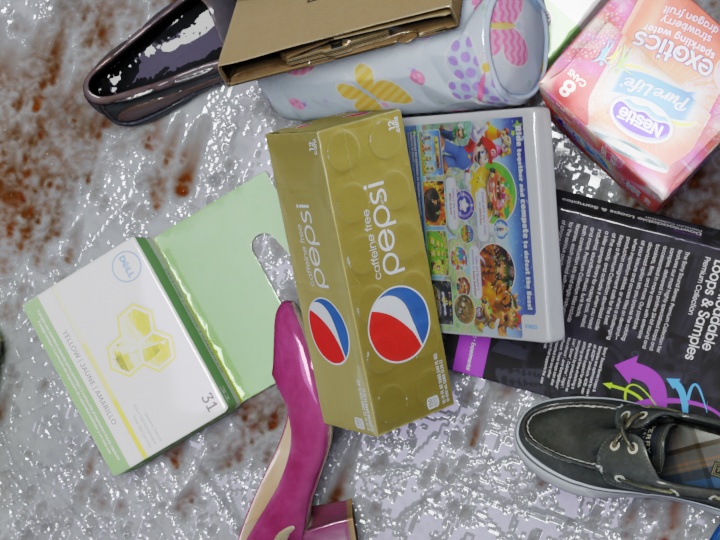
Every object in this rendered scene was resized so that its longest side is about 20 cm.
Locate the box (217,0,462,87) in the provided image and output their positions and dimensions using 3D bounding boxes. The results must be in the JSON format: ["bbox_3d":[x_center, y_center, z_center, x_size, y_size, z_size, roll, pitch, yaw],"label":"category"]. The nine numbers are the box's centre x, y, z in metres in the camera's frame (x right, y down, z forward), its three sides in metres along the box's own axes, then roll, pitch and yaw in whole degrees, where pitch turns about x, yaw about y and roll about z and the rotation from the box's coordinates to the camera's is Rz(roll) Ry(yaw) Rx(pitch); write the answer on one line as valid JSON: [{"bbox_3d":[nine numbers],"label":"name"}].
[{"bbox_3d":[-0.004,-0.210,0.885,0.163,0.021,0.201,-11,46,23],"label":"box"}]

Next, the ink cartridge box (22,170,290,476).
[{"bbox_3d":[-0.124,0.037,0.975,0.200,0.048,0.146,-31,85,11],"label":"ink cartridge box"}]

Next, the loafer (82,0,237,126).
[{"bbox_3d":[-0.110,-0.168,0.962,0.200,0.063,0.072,-32,85,9],"label":"loafer"}]

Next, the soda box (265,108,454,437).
[{"bbox_3d":[0.000,0.000,0.871,0.068,0.064,0.201,-19,103,-33],"label":"soda box"}]

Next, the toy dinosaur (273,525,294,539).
[{"bbox_3d":[-0.064,0.253,0.953,0.101,0.058,0.201,-5,112,11],"label":"toy dinosaur"}]

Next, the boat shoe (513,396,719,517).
[{"bbox_3d":[0.191,0.113,0.853,0.199,0.057,0.069,10,62,24],"label":"boat shoe"}]

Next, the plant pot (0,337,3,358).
[{"bbox_3d":[-0.370,0.106,0.951,0.181,0.200,0.200,10,92,3],"label":"plant pot"}]

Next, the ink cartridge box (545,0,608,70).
[{"bbox_3d":[0.147,-0.244,0.910,0.117,0.067,0.200,42,98,9],"label":"ink cartridge box"}]

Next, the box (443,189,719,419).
[{"bbox_3d":[0.161,0.025,0.897,0.199,0.036,0.143,16,120,11],"label":"box"}]

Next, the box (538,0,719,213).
[{"bbox_3d":[0.180,-0.105,0.836,0.103,0.200,0.095,44,97,7],"label":"box"}]

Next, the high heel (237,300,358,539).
[{"bbox_3d":[-0.062,0.122,0.942,0.096,0.067,0.201,-10,109,1],"label":"high heel"}]

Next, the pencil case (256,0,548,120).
[{"bbox_3d":[0.025,-0.146,0.888,0.199,0.083,0.091,3,52,37],"label":"pencil case"}]

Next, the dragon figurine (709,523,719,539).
[{"bbox_3d":[0.240,0.195,0.857,0.059,0.200,0.100,37,133,15],"label":"dragon figurine"}]

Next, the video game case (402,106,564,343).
[{"bbox_3d":[0.050,-0.030,0.886,0.200,0.018,0.144,3,100,50],"label":"video game case"}]
